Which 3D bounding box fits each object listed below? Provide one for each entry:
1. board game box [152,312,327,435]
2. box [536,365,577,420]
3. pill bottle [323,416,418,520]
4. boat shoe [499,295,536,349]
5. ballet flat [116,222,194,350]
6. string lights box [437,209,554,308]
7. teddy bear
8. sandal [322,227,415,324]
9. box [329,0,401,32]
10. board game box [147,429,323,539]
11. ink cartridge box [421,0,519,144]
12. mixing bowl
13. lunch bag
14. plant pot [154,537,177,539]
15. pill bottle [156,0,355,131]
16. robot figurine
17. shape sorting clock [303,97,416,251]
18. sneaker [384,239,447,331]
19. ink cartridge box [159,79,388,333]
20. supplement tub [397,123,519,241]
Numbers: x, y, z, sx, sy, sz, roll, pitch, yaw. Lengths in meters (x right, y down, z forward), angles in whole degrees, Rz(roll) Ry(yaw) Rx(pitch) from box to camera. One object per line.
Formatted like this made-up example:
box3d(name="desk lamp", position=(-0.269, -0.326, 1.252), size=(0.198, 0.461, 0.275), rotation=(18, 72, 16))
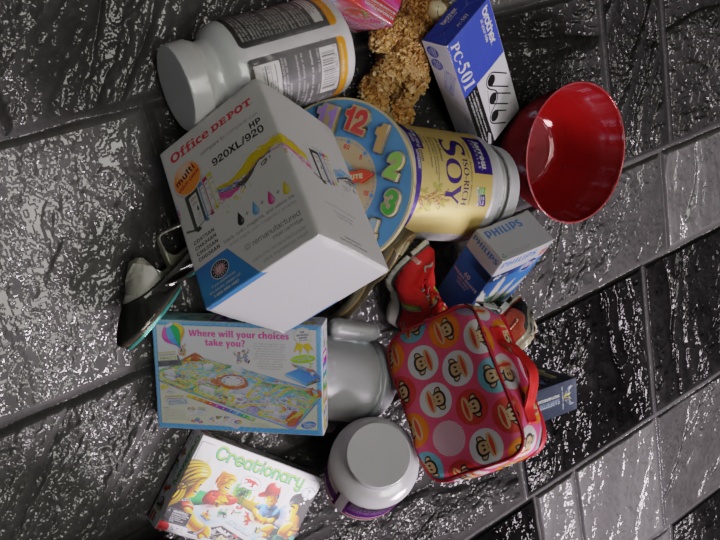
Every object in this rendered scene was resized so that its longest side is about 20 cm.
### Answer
box3d(name="board game box", position=(-0.139, 0.120, 0.900), size=(0.200, 0.034, 0.135), rotation=(2, 103, 7))
box3d(name="box", position=(0.177, 0.168, 1.085), size=(0.158, 0.200, 0.051), rotation=(-12, 104, -31))
box3d(name="pill bottle", position=(0.013, 0.255, 0.993), size=(0.112, 0.200, 0.113), rotation=(2, 66, -5))
box3d(name="boat shoe", position=(0.225, 0.080, 1.121), size=(0.071, 0.063, 0.200), rotation=(-52, 167, 9))
box3d(name="ballet flat", position=(-0.221, -0.003, 0.878), size=(0.068, 0.068, 0.200), rotation=(50, 63, -20))
box3d(name="string lights box", position=(0.168, 0.012, 1.056), size=(0.103, 0.059, 0.200), rotation=(-21, 154, -33))
box3d(name="teddy bear", position=(0.065, -0.281, 0.995), size=(0.145, 0.067, 0.200), rotation=(40, 79, -35))
box3d(name="sandal", position=(0.000, 0.000, 0.965), size=(0.054, 0.200, 0.080), rotation=(38, 49, -2))
box3d(name="box", position=(-0.045, -0.366, 0.888), size=(0.200, 0.095, 0.100), rotation=(20, 90, -34))
box3d(name="board game box", position=(-0.156, 0.294, 0.998), size=(0.200, 0.035, 0.126), rotation=(30, 83, -34))
box3d(name="ink cartridge box", position=(0.152, -0.258, 1.030), size=(0.094, 0.044, 0.200), rotation=(-51, 142, -16))
box3d(name="mixing bowl", position=(0.280, -0.176, 1.131), size=(0.200, 0.108, 0.200), rotation=(-8, 106, -32))
box3d(name="lunch bag", position=(0.134, 0.142, 0.930), size=(0.082, 0.176, 0.200), rotation=(5, 62, -50))
box3d(name="plant pot", position=(-0.243, 0.428, 0.887), size=(0.200, 0.176, 0.200), rotation=(-19, 110, -27))
box3d(name="pill bottle", position=(-0.115, -0.229, 0.861), size=(0.200, 0.116, 0.116), rotation=(-24, 112, -26))
box3d(name="robot figurine", position=(-0.035, 0.137, 0.994), size=(0.200, 0.113, 0.170), rotation=(10, 115, -34))
box3d(name="shape sorting clock", position=(-0.030, -0.104, 0.906), size=(0.039, 0.200, 0.200), rotation=(9, 97, -65))
box3d(name="sneaker", position=(0.086, 0.033, 1.016), size=(0.077, 0.085, 0.200), rotation=(-40, 155, -18))
box3d(name="ink cartridge box", position=(-0.094, -0.064, 0.818), size=(0.147, 0.200, 0.145), rotation=(-32, 153, 20))
box3d(name="supplement tub", position=(0.092, -0.111, 1.002), size=(0.200, 0.145, 0.146), rotation=(1, 100, -33))
